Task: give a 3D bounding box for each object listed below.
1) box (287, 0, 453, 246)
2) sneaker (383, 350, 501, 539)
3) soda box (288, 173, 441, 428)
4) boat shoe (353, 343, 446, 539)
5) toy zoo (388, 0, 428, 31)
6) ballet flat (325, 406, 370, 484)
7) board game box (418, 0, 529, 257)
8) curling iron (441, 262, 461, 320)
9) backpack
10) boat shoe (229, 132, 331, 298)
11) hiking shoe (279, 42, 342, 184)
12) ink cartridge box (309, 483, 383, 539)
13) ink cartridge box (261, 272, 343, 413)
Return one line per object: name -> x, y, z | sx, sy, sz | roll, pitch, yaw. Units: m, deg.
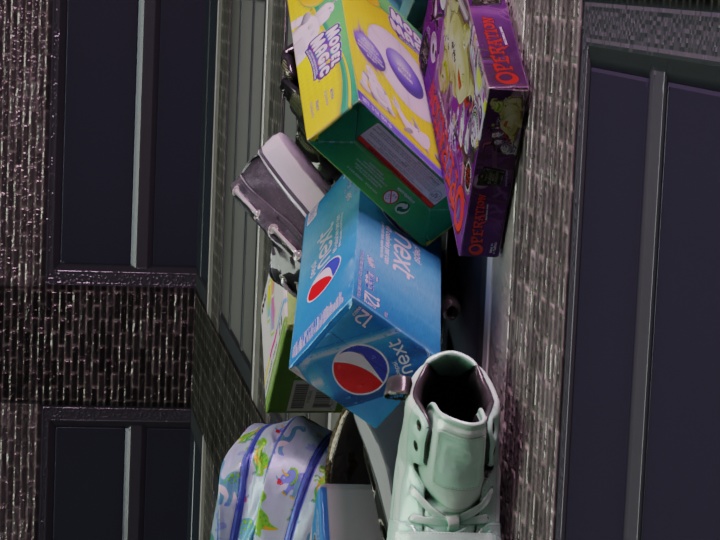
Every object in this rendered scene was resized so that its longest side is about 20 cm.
box -> 0.010, -0.118, 1.495 | 0.048, 0.117, 0.201 | -37, 35, 18
sneaker -> 0.044, 0.142, 1.314 | 0.119, 0.073, 0.201 | 92, 177, -52
soda box -> 0.005, 0.007, 1.444 | 0.064, 0.068, 0.200 | -48, 17, 24
boat shoe -> 0.029, 0.116, 1.468 | 0.201, 0.068, 0.057 | -100, 14, -45
toy zoo -> 0.001, -0.217, 1.614 | 0.132, 0.020, 0.200 | 56, 155, 16
ballet flat -> 0.005, 0.164, 1.641 | 0.046, 0.067, 0.201 | -122, 27, -59
board game box -> 0.065, -0.117, 1.404 | 0.201, 0.032, 0.121 | -99, 9, -51
curling iron -> 0.039, -0.020, 1.559 | 0.200, 0.025, 0.050 | -104, 20, -60
backpack -> -0.047, 0.207, 1.747 | 0.163, 0.153, 0.201 | -45, -17, -52
boat shoe -> -0.029, -0.009, 1.607 | 0.200, 0.068, 0.072 | 53, -170, 35
hiking shoe -> -0.015, -0.120, 1.670 | 0.101, 0.075, 0.200 | 60, 166, -4
ink cartridge box -> 0.005, 0.253, 1.540 | 0.201, 0.084, 0.145 | 101, 168, -51
ink cartridge box -> -0.037, -0.005, 1.904 | 0.148, 0.075, 0.201 | 106, 162, -59
